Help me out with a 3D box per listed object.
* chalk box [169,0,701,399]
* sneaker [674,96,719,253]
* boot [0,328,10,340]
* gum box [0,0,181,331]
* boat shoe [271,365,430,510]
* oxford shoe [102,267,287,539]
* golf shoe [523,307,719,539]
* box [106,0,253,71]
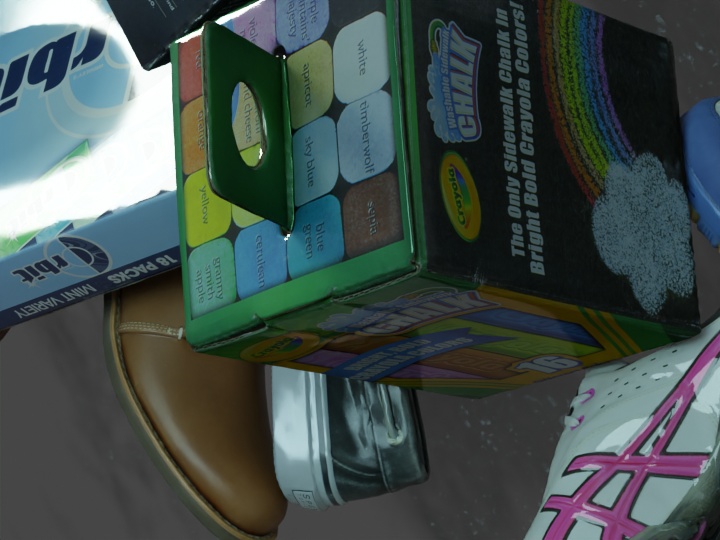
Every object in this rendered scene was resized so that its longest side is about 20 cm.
[{"bbox_3d":[0.011,-0.035,0.777,0.124,0.199,0.126,-20,66,43],"label":"chalk box"},{"bbox_3d":[0.199,-0.020,0.774,0.075,0.088,0.200,-28,53,-35],"label":"sneaker"},{"bbox_3d":[-0.262,0.036,0.925,0.064,0.200,0.187,39,92,30],"label":"boot"},{"bbox_3d":[-0.106,-0.081,0.925,0.169,0.045,0.201,-18,49,33],"label":"gum box"},{"bbox_3d":[0.000,0.000,0.897,0.070,0.072,0.201,-5,77,9],"label":"boat shoe"},{"bbox_3d":[-0.065,0.022,0.906,0.071,0.071,0.201,-33,62,25],"label":"oxford shoe"},{"bbox_3d":[0.105,0.084,0.815,0.200,0.073,0.092,-41,55,-3],"label":"golf shoe"},{"bbox_3d":[0.009,-0.182,0.813,0.182,0.199,0.105,-30,86,54],"label":"box"}]
